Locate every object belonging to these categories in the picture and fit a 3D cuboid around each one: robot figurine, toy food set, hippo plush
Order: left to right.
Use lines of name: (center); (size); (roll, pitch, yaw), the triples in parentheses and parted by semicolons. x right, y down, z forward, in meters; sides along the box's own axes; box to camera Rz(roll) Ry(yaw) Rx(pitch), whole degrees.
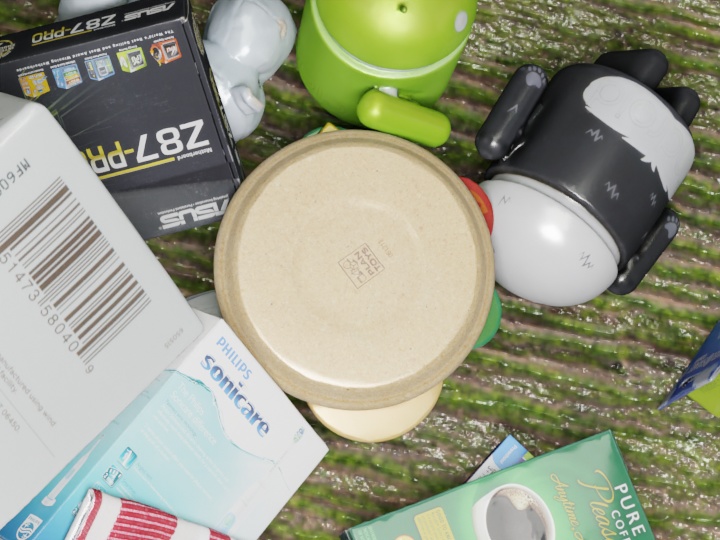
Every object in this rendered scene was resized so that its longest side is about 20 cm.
hippo plush: (-0.131, -0.164, 1.498); (0.161, 0.159, 0.200); (30, 71, 1)
toy food set: (0.000, 0.000, 1.454); (0.200, 0.049, 0.198); (38, 80, 0)
robot figurine: (0.017, -0.174, 1.502); (0.116, 0.200, 0.176); (5, 71, -7)
robot figurine: (0.161, -0.068, 1.539); (0.150, 0.125, 0.200); (32, 72, 11)

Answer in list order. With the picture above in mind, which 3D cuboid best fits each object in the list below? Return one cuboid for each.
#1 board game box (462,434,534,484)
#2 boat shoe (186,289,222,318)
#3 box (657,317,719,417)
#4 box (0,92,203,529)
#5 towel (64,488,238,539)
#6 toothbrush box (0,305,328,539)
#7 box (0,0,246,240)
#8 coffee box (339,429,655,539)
board game box: (0.085, 0.233, 1.481); (0.134, 0.045, 0.200); (42, 72, 4)
boat shoe: (-0.045, 0.041, 1.502); (0.200, 0.067, 0.074); (-1, 74, -9)
box: (0.300, 0.024, 1.534); (0.048, 0.122, 0.200); (36, 72, 0)
box: (-0.253, 0.016, 1.345); (0.200, 0.171, 0.199); (-44, 122, -18)
towel: (-0.128, 0.233, 1.380); (0.200, 0.023, 0.144); (28, 84, -42)
toothbrush box: (-0.139, 0.139, 1.413); (0.200, 0.085, 0.146); (-50, 128, -16)
box: (-0.191, -0.091, 1.452); (0.200, 0.161, 0.049); (-13, 35, 4)
coffee box: (0.101, 0.198, 1.446); (0.200, 0.044, 0.123); (-21, 79, -14)
